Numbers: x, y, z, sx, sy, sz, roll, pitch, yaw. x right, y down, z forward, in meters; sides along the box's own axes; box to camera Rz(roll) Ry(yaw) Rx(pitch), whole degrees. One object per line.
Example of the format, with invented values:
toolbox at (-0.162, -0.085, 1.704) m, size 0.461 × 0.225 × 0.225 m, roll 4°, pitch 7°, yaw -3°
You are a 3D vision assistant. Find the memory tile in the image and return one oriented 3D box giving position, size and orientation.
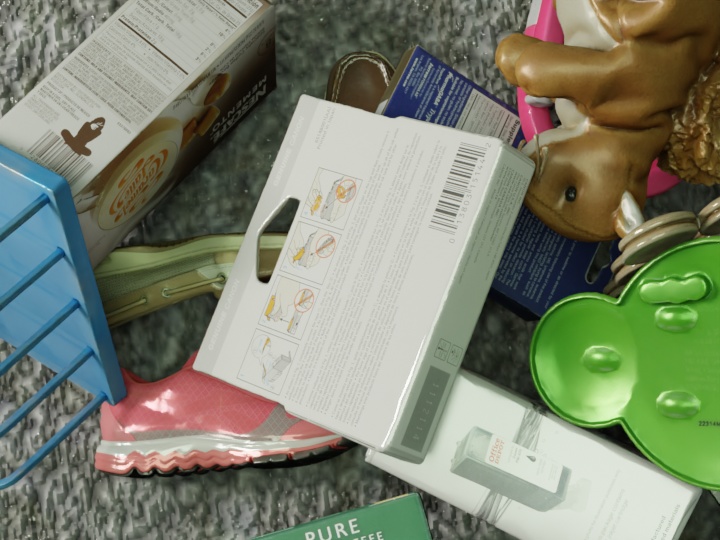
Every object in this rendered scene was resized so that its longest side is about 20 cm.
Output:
memory tile at (0.227, -0.018, 1.098) m, size 0.152 × 0.200 × 0.017 m, roll -21°, pitch 74°, yaw -4°

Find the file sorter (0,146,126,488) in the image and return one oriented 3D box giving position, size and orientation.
file sorter at (-0.260, 0.024, 1.119) m, size 0.138 × 0.201 × 0.123 m, roll 27°, pitch 54°, yaw 30°

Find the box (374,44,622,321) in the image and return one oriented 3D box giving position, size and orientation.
box at (0.091, -0.050, 1.174) m, size 0.199 × 0.032 × 0.122 m, roll 31°, pitch 75°, yaw -14°

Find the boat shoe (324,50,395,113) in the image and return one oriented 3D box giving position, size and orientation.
boat shoe at (0.011, -0.059, 1.197) m, size 0.074 × 0.075 × 0.204 m, roll -8°, pitch 83°, yaw 6°

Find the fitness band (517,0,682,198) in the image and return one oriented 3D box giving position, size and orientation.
fitness band at (0.183, -0.148, 1.179) m, size 0.143 × 0.037 × 0.202 m, roll 15°, pitch 82°, yaw -17°

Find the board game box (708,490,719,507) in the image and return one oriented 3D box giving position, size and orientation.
board game box at (0.276, 0.115, 1.174) m, size 0.104 × 0.023 × 0.201 m, roll -35°, pitch 81°, yaw -1°

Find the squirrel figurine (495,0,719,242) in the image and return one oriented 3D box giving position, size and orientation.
squirrel figurine at (0.184, -0.108, 1.091) m, size 0.198 × 0.141 × 0.188 m, roll 6°, pitch 91°, yaw -18°

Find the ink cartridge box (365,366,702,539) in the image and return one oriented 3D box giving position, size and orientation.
ink cartridge box at (0.113, 0.130, 1.128) m, size 0.199 × 0.146 × 0.085 m, roll 27°, pitch 89°, yaw 9°

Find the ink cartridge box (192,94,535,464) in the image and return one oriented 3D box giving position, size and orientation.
ink cartridge box at (0.000, 0.000, 1.088) m, size 0.176 × 0.045 × 0.201 m, roll 18°, pitch 85°, yaw 41°

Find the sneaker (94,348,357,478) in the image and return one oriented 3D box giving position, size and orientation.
sneaker at (-0.091, 0.096, 1.192) m, size 0.198 × 0.074 × 0.088 m, roll -5°, pitch 82°, yaw 6°

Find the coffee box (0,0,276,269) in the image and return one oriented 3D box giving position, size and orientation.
coffee box at (-0.151, -0.110, 1.174) m, size 0.080 × 0.115 × 0.200 m, roll 38°, pitch 69°, yaw 13°

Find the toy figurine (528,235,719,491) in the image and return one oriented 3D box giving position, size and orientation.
toy figurine at (0.233, 0.049, 1.094) m, size 0.199 × 0.184 × 0.151 m, roll -1°, pitch 94°, yaw 30°

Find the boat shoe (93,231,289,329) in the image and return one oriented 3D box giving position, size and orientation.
boat shoe at (-0.114, 0.009, 1.208) m, size 0.199 × 0.073 × 0.064 m, roll -7°, pitch 89°, yaw 9°

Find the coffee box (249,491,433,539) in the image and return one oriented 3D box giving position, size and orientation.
coffee box at (0.010, 0.256, 1.127) m, size 0.122 × 0.044 × 0.201 m, roll -18°, pitch 82°, yaw 4°
